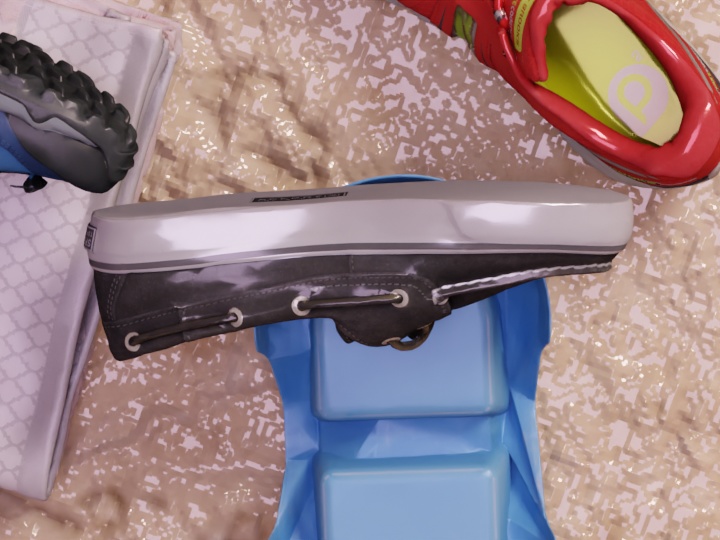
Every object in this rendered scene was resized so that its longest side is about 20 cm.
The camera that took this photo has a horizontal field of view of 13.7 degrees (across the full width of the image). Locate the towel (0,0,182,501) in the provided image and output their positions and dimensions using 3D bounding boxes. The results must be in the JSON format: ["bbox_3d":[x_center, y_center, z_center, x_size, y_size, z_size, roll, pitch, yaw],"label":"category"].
[{"bbox_3d":[-0.183,-0.027,1.154,0.190,0.032,0.201,16,95,2],"label":"towel"}]

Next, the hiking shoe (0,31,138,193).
[{"bbox_3d":[-0.178,-0.053,1.107,0.199,0.074,0.087,17,101,11],"label":"hiking shoe"}]

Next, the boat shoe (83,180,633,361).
[{"bbox_3d":[0.000,0.000,1.082,0.199,0.069,0.057,-3,98,10],"label":"boat shoe"}]

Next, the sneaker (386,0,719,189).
[{"bbox_3d":[0.061,-0.106,1.104,0.200,0.085,0.077,38,96,-1],"label":"sneaker"}]

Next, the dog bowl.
[{"bbox_3d":[0.018,0.063,1.141,0.111,0.050,0.201,-2,95,3],"label":"dog bowl"}]
